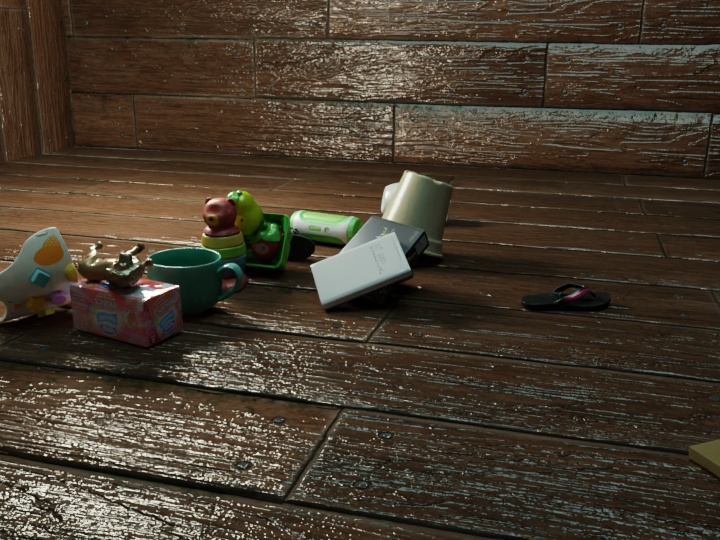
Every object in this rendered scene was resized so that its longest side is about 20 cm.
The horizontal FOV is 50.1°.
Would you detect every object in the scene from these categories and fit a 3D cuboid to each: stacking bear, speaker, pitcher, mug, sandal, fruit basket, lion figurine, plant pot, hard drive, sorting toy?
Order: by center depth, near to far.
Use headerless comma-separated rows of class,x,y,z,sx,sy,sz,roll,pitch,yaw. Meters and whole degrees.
lion figurine,-0.483,-0.005,1.477,0.199,0.073,0.123,-6,25,31
sorting toy,-0.653,0.042,1.507,0.179,0.200,0.107,-26,63,-30
mug,-0.351,0.030,1.588,0.184,0.115,0.152,16,22,39
sandal,0.445,0.054,1.651,0.199,0.045,0.075,-2,17,-7
hard drive,0.000,0.000,1.651,0.199,0.025,0.132,-22,43,2
stacking bear,-0.315,-0.066,1.750,0.121,0.201,0.114,7,19,22
fruit basket,-0.273,-0.092,1.844,0.214,0.157,0.216,10,-15,3
plant pot,0.148,-0.152,1.985,0.199,0.185,0.200,18,7,-2
speaker,-0.094,-0.117,2.133,0.199,0.089,0.088,9,19,25
pitcher,0.165,-0.201,2.396,0.199,0.122,0.172,10,-5,-6

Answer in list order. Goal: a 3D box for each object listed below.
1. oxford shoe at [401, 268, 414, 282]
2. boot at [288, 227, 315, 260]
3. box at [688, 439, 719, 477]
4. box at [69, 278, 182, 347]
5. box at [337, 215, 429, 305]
oxford shoe,0.029,0.007,1.795,0.199,0.071,0.074,6,-12,27
boot,-0.198,-0.084,2.048,0.199,0.070,0.174,2,17,13
box,0.557,0.267,0.993,0.162,0.021,0.200,-6,18,-20
box,-0.451,0.072,1.481,0.199,0.095,0.102,9,19,27
box,0.035,-0.026,1.720,0.157,0.051,0.200,19,57,39
